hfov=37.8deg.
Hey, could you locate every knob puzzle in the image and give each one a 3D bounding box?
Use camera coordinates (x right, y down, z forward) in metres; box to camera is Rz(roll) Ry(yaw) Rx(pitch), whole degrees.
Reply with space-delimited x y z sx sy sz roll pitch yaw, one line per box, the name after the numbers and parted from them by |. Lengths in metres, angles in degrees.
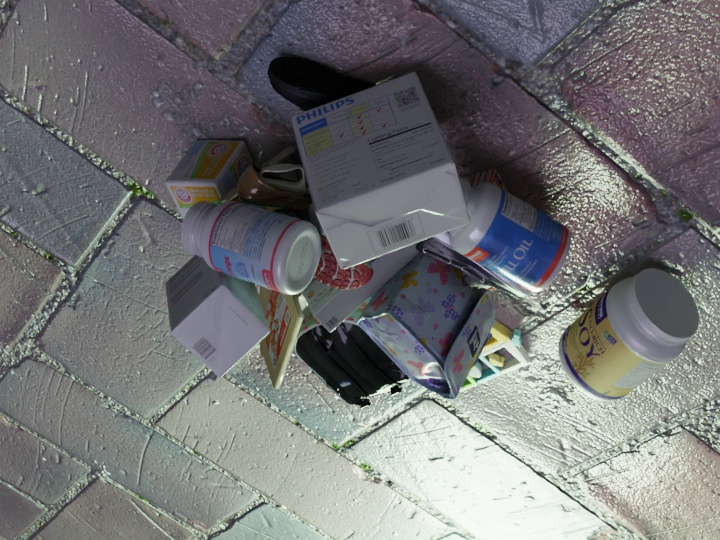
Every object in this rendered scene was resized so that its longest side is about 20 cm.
-0.141 0.076 1.853 0.030 0.222 0.220 1 144 -23 | knob puzzle

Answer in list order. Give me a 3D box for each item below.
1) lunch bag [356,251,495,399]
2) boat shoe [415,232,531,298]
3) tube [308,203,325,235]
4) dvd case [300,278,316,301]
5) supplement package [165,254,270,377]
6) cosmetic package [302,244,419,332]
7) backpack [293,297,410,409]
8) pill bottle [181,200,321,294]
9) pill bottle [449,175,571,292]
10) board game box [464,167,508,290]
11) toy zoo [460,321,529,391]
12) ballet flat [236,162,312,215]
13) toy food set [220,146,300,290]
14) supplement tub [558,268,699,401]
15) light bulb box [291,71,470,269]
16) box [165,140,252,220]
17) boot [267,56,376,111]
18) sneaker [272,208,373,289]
0.123 0.079 1.674 0.200 0.170 0.127 48 149 -19 | lunch bag
0.172 -0.005 1.619 0.199 0.070 0.067 31 108 -15 | boat shoe
0.013 -0.117 1.589 0.058 0.199 0.052 -16 102 61 | tube
-0.028 -0.037 1.713 0.199 0.022 0.147 -33 123 2 | dvd case
-0.228 0.056 1.655 0.109 0.200 0.114 -42 114 5 | supplement package
0.000 0.000 1.682 0.200 0.083 0.051 -42 120 6 | cosmetic package
-0.015 0.124 1.861 0.176 0.152 0.200 -26 129 33 | backpack
-0.165 -0.041 1.560 0.198 0.109 0.110 17 141 29 | pill bottle
0.199 -0.059 1.542 0.198 0.113 0.112 27 138 -11 | pill bottle
0.188 -0.057 1.666 0.150 0.047 0.201 -14 127 33 | board game box
0.210 0.144 1.884 0.131 0.021 0.199 41 135 -20 | toy zoo
-0.088 -0.123 1.599 0.197 0.068 0.073 12 117 -13 | ballet flat
-0.131 -0.083 1.695 0.060 0.143 0.201 27 148 42 | toy food set
0.421 0.102 1.659 0.144 0.146 0.200 29 138 -8 | supplement tub
0.025 -0.141 1.459 0.196 0.201 0.125 -19 138 3 | light bulb box
-0.223 -0.104 1.739 0.100 0.113 0.201 4 136 26 | box
-0.055 -0.221 1.582 0.196 0.074 0.163 17 138 -1 | boot
-0.061 -0.044 1.611 0.199 0.082 0.078 32 125 18 | sneaker
